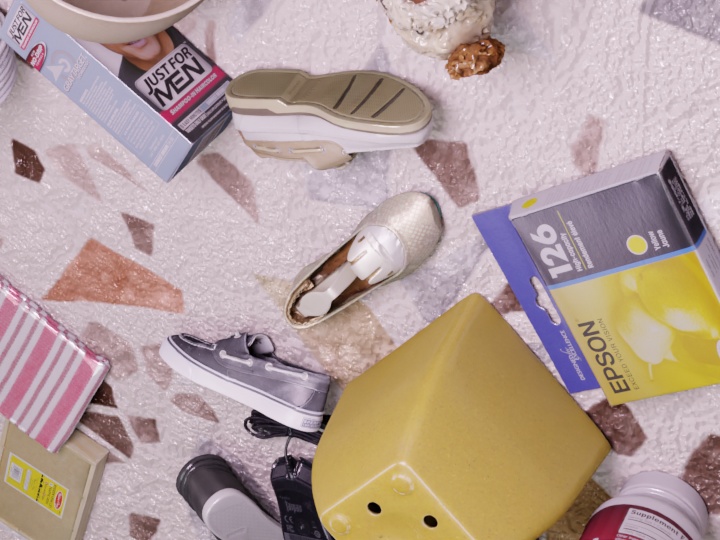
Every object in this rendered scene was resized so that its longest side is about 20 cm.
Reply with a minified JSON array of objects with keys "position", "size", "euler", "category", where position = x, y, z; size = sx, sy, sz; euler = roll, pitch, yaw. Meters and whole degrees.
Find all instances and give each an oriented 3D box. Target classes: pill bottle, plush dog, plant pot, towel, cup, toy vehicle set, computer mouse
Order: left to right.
[{"position":[-0.378,0.092,1.706],"size":[0.199,0.030,0.147],"euler":[38,122,2],"category":"towel"},{"position":[-0.370,0.248,1.820],"size":[0.123,0.027,0.201],"euler":[31,132,9],"category":"toy vehicle set"},{"position":[-0.210,-0.267,1.275],"size":[0.200,0.201,0.143],"euler":[42,156,-2],"category":"cup"},{"position":[-0.033,0.226,1.589],"size":[0.139,0.046,0.202],"euler":[-3,111,42],"category":"computer mouse"},{"position":[0.056,-0.239,1.174],"size":[0.200,0.159,0.173],"euler":[50,155,30],"category":"plush dog"},{"position":[0.070,0.180,1.375],"size":[0.196,0.200,0.194],"euler":[49,125,-5],"category":"plant pot"},{"position":[0.235,0.271,1.354],"size":[0.112,0.200,0.114],"euler":[16,128,21],"category":"pill bottle"}]

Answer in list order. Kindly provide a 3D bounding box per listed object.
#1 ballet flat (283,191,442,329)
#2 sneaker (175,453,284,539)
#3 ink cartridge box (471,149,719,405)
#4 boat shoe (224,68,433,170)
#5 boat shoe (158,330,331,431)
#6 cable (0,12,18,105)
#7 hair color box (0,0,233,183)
[{"position":[0.000,0.000,1.401],"size":[0.067,0.062,0.200],"euler":[46,132,-6],"category":"ballet flat"},{"position":[-0.130,0.266,1.669],"size":[0.099,0.070,0.201],"euler":[47,172,44],"category":"sneaker"},{"position":[0.210,0.018,1.301],"size":[0.199,0.047,0.199],"euler":[-18,111,36],"category":"ink cartridge box"},{"position":[-0.022,-0.126,1.326],"size":[0.198,0.075,0.069],"euler":[13,133,32],"category":"boat shoe"},{"position":[-0.113,0.091,1.534],"size":[0.199,0.071,0.069],"euler":[23,98,34],"category":"boat shoe"},{"position":[-0.415,-0.181,1.429],"size":[0.197,0.201,0.070],"euler":[-12,128,-2],"category":"cable"},{"position":[-0.209,-0.182,1.374],"size":[0.200,0.099,0.061],"euler":[41,133,0],"category":"hair color box"}]
